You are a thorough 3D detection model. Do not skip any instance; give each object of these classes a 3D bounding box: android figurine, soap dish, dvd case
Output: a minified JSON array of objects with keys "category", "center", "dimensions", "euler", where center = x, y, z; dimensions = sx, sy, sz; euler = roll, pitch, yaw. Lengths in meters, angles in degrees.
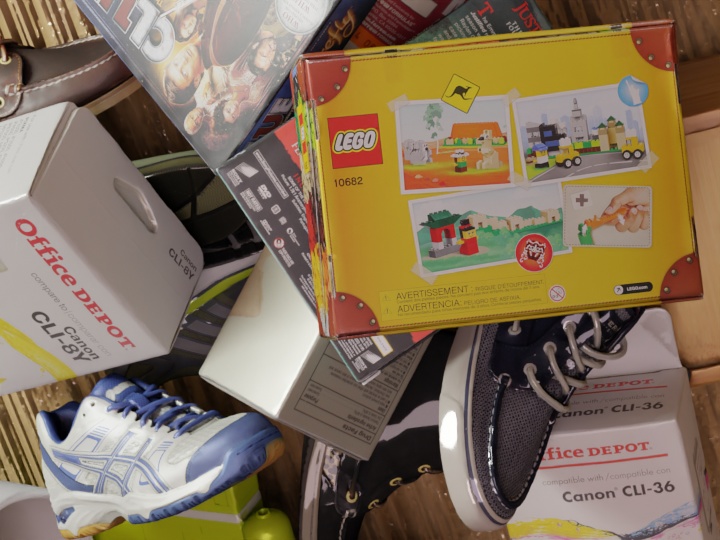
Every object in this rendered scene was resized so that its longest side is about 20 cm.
[{"category":"android figurine","center":[-0.119,0.169,1.371],"dimensions":[0.182,0.041,0.200],"euler":[6,122,26]},{"category":"soap dish","center":[0.222,-0.027,1.269],"dimensions":[0.157,0.081,0.200],"euler":[-13,107,11]},{"category":"dvd case","center":[0.042,-0.052,1.182],"dimensions":[0.200,0.022,0.146],"euler":[-34,95,-1]}]

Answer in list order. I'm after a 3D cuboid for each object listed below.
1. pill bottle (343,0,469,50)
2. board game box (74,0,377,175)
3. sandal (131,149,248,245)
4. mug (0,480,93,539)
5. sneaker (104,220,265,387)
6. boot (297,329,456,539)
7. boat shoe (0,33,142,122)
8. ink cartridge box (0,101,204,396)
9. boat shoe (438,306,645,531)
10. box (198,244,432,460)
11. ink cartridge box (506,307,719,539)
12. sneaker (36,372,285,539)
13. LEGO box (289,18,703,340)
[{"category":"pill bottle","center":[0.053,-0.208,1.210],"dimensions":[0.110,0.110,0.200],"euler":[40,109,-8]},{"category":"board game box","center":[-0.093,-0.170,1.215],"dimensions":[0.200,0.035,0.136],"euler":[50,120,24]},{"category":"sandal","center":[-0.157,-0.046,1.318],"dimensions":[0.201,0.057,0.080],"euler":[-5,134,15]},{"category":"mug","center":[-0.285,0.205,1.355],"dimensions":[0.153,0.187,0.150],"euler":[15,141,33]},{"category":"sneaker","center":[-0.083,0.015,1.334],"dimensions":[0.200,0.074,0.081],"euler":[-27,123,15]},{"category":"boot","center":[0.040,0.120,1.349],"dimensions":[0.150,0.073,0.200],"euler":[6,104,4]},{"category":"boat shoe","center":[-0.224,-0.105,1.297],"dimensions":[0.200,0.070,0.070],"euler":[-22,109,14]},{"category":"ink cartridge box","center":[-0.218,-0.004,1.273],"dimensions":[0.200,0.083,0.145],"euler":[-15,130,31]},{"category":"boat shoe","center":[0.106,0.048,1.193],"dimensions":[0.093,0.200,0.075],"euler":[-10,148,32]},{"category":"box","center":[0.000,0.000,1.250],"dimensions":[0.095,0.078,0.200],"euler":[32,86,-47]},{"category":"ink cartridge box","center":[0.145,0.128,1.265],"dimensions":[0.116,0.068,0.200],"euler":[-8,115,17]},{"category":"sneaker","center":[-0.130,0.102,1.260],"dimensions":[0.200,0.075,0.088],"euler":[-19,91,43]},{"category":"LEGO box","center":[0.071,-0.047,1.130],"dimensions":[0.200,0.077,0.149],"euler":[-6,89,-6]}]
